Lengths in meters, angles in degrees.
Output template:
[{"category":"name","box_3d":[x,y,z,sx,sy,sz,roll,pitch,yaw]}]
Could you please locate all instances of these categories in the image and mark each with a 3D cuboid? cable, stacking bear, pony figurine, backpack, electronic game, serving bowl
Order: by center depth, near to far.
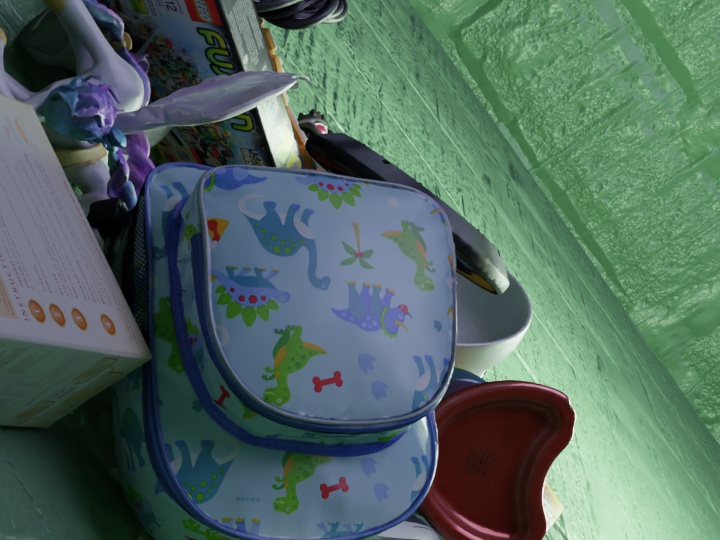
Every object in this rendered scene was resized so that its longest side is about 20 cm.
[{"category":"backpack","box_3d":[-0.041,0.047,0.766,0.182,0.147,0.201,6,70,-24]},{"category":"pony figurine","box_3d":[-0.154,-0.101,0.881,0.201,0.166,0.193,57,46,-12]},{"category":"stacking bear","box_3d":[0.052,0.118,1.054,0.113,0.122,0.200,15,1,-20]},{"category":"cable","box_3d":[-0.110,-0.221,1.115,0.199,0.051,0.163,13,17,-34]},{"category":"electronic game","box_3d":[0.037,-0.045,1.179,0.200,0.042,0.200,37,-1,1]},{"category":"serving bowl","box_3d":[0.042,0.033,1.243,0.199,0.066,0.200,13,28,-7]}]

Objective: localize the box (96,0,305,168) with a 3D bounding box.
[{"category":"box","box_3d":[-0.111,-0.131,0.989,0.200,0.109,0.035,73,35,-50]}]

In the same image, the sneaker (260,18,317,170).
[{"category":"sneaker","box_3d":[-0.094,-0.117,1.233,0.078,0.077,0.201,15,-52,64]}]

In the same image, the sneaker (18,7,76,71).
[{"category":"sneaker","box_3d":[-0.179,-0.165,1.042,0.080,0.070,0.200,57,13,-10]}]

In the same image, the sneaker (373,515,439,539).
[{"category":"sneaker","box_3d":[-0.024,0.122,0.924,0.202,0.077,0.147,34,29,-55]}]

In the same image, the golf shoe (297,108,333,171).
[{"category":"golf shoe","box_3d":[-0.028,-0.073,1.389,0.200,0.077,0.089,33,48,-54]}]

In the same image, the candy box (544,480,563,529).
[{"category":"candy box","box_3d":[0.115,0.191,1.294,0.117,0.056,0.200,58,13,7]}]

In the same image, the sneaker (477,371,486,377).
[{"category":"sneaker","box_3d":[0.054,0.095,1.305,0.090,0.079,0.200,36,13,7]}]

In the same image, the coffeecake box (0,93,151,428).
[{"category":"coffeecake box","box_3d":[-0.197,-0.016,0.644,0.154,0.073,0.200,62,14,17]}]
